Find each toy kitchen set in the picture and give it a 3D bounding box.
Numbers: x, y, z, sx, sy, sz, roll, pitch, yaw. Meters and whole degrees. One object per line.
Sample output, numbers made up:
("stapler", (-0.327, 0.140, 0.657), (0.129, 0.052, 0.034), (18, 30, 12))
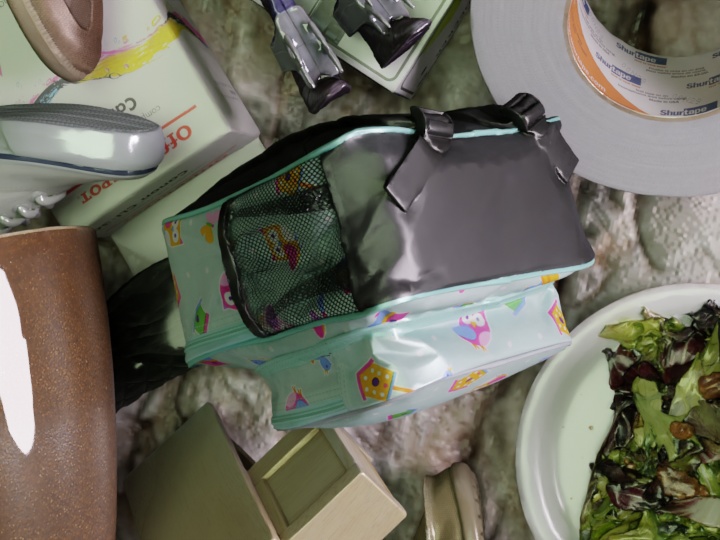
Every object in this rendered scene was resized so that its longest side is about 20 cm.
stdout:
("toy kitchen set", (-0.046, 0.192, 0.818), (0.200, 0.163, 0.180), (-43, 118, 1))

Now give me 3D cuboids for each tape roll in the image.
("tape roll", (0.158, -0.136, 0.718), (0.200, 0.066, 0.201), (8, 128, 10))

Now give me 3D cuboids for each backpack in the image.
("backpack", (0.000, 0.000, 0.734), (0.200, 0.176, 0.154), (-6, 96, 46))

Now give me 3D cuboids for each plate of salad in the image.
("plate of salad", (0.184, 0.107, 0.785), (0.200, 0.048, 0.201), (1, 93, 11))

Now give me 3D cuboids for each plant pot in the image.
("plant pot", (-0.200, 0.099, 0.736), (0.187, 0.187, 0.200), (-17, 87, 11))

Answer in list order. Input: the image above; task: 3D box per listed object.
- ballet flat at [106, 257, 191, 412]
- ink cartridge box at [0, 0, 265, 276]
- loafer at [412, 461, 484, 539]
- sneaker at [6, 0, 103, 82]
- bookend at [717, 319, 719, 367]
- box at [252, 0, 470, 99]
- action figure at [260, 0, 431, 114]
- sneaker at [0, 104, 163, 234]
("ballet flat", (-0.126, 0.040, 0.844), (0.200, 0.057, 0.067), (-29, 81, 4))
("ink cartridge box", (-0.140, -0.098, 0.823), (0.116, 0.067, 0.200), (-33, 87, 10))
("loafer", (0.032, 0.205, 0.803), (0.067, 0.076, 0.201), (6, 94, 4))
("sneaker", (-0.158, -0.203, 0.754), (0.075, 0.070, 0.200), (-16, 89, 9))
("bookend", (0.297, 0.112, 0.729), (0.200, 0.092, 0.199), (-11, 104, -11))
("box", (-0.026, -0.198, 0.801), (0.200, 0.060, 0.117), (35, 98, 7))
("action figure", (-0.050, -0.184, 0.737), (0.130, 0.069, 0.200), (-36, 92, -2))
("sneaker", (-0.193, -0.050, 0.765), (0.200, 0.073, 0.071), (2, 104, 23))
